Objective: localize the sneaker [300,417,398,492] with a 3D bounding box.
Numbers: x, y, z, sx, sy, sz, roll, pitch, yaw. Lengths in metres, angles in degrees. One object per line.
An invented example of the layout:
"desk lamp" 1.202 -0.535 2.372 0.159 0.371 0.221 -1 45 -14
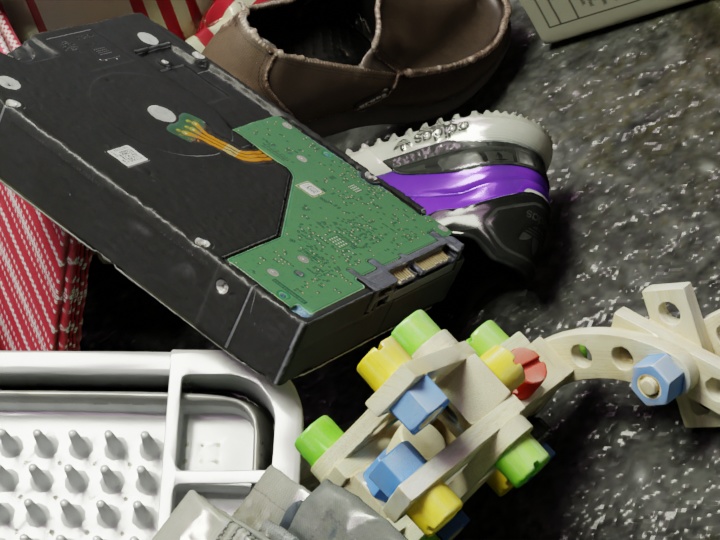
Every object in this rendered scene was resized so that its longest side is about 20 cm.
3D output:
"sneaker" -0.063 0.121 0.847 0.200 0.078 0.091 -37 34 -4

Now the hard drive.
"hard drive" -0.068 -0.037 0.836 0.200 0.038 0.140 35 30 18

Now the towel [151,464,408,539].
"towel" -0.041 0.167 0.654 0.200 0.035 0.192 -48 42 -14

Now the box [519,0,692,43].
"box" 0.160 -0.217 0.984 0.200 0.128 0.109 -15 42 24

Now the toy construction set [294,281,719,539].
"toy construction set" 0.059 0.052 0.771 0.200 0.131 0.092 -15 61 -37

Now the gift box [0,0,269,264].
"gift box" -0.128 -0.107 1.053 0.187 0.200 0.185 2 38 43

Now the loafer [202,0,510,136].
"loafer" 0.006 -0.114 0.969 0.200 0.071 0.073 -26 67 -38

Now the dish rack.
"dish rack" -0.122 0.116 0.770 0.199 0.044 0.172 1 66 5

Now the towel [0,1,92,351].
"towel" -0.162 -0.012 0.956 0.022 0.200 0.145 -12 50 -25

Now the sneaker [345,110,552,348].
"sneaker" 0.000 0.000 0.930 0.200 0.070 0.100 -20 55 28
